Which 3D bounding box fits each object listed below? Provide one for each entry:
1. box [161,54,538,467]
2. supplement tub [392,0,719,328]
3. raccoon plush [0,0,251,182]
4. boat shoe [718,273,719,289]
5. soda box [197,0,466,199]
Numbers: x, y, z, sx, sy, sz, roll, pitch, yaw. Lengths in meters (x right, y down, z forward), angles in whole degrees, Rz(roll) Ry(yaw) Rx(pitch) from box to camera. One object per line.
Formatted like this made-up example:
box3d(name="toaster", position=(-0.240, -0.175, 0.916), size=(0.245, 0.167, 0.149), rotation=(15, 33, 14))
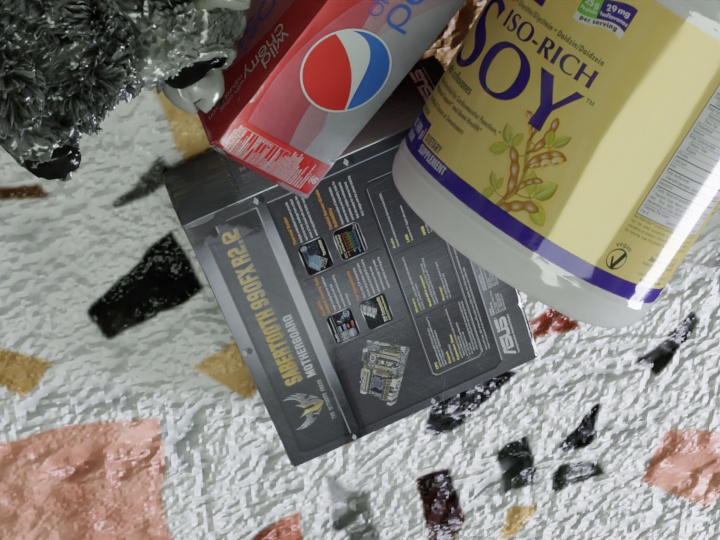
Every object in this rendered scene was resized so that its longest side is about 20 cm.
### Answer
box3d(name="box", position=(0.000, 0.000, 1.039), size=(0.157, 0.048, 0.201), rotation=(-24, 133, -2))
box3d(name="supplement tub", position=(0.121, -0.091, 0.899), size=(0.145, 0.146, 0.201), rotation=(21, 108, -35))
box3d(name="raccoon plush", position=(-0.135, -0.131, 0.847), size=(0.134, 0.097, 0.200), rotation=(-41, 132, 3))
box3d(name="boat shoe", position=(0.299, -0.039, 1.117), size=(0.067, 0.072, 0.200), rotation=(22, 120, -33))
box3d(name="soda box", position=(0.001, -0.136, 0.909), size=(0.063, 0.070, 0.200), rotation=(26, 115, -35))
